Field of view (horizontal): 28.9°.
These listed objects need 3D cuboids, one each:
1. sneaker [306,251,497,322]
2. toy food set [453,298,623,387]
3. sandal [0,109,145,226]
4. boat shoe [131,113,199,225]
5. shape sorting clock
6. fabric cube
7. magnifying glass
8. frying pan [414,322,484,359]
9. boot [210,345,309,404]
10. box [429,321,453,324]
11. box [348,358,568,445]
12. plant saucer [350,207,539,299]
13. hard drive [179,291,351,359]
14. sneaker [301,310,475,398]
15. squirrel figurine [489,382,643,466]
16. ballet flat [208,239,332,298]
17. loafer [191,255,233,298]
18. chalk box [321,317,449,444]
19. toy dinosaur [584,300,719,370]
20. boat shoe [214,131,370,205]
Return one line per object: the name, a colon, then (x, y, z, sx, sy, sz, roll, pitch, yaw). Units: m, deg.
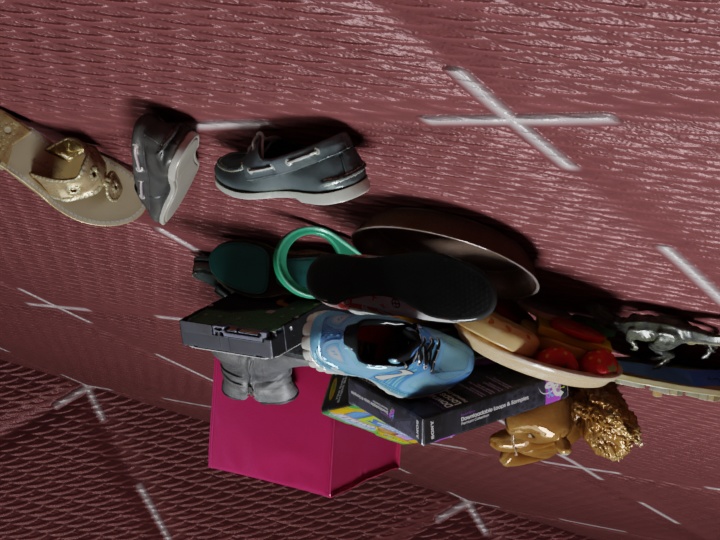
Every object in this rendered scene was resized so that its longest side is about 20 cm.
sneaker: (0.054, 0.019, 1.440, 0.201, 0.067, 0.108, 5, 174, 19)
toy food set: (0.190, 0.070, 1.509, 0.199, 0.049, 0.198, 17, -168, 3)
sandal: (-0.312, -0.107, 1.466, 0.211, 0.078, 0.070, 28, 168, -23)
boat shoe: (-0.199, -0.105, 1.394, 0.057, 0.067, 0.200, 33, 160, 0)
shape sorting clock: (0.344, 0.126, 1.609, 0.199, 0.039, 0.200, 6, 180, 0)
fabric cube: (-0.069, 0.179, 1.921, 0.199, 0.197, 0.200, 7, -172, 29)
magnifying glass: (0.000, 0.000, 1.553, 0.199, 0.080, 0.022, 10, 168, -19)
frying pan: (0.117, 0.086, 1.534, 0.115, 0.031, 0.190, -3, -168, -44)
boot: (-0.095, 0.116, 1.760, 0.199, 0.070, 0.132, 8, 138, 25)
box: (0.126, 0.076, 1.726, 0.200, 0.048, 0.193, 28, 163, -39)
box: (0.106, 0.129, 1.531, 0.200, 0.036, 0.143, -16, -158, -31)
plant saucer: (0.090, -0.020, 1.436, 0.200, 0.035, 0.200, 15, 165, 4)
hard drive: (-0.100, 0.050, 1.669, 0.139, 0.038, 0.200, 6, -160, 34)
sneaker: (0.041, 0.087, 1.413, 0.200, 0.079, 0.090, 11, 170, -35)
squirrel figurine: (0.258, 0.179, 1.782, 0.199, 0.142, 0.187, -2, 173, 1)
ballet flat: (-0.091, 0.002, 1.667, 0.200, 0.071, 0.071, 6, 162, 36)
loafer: (-0.129, 0.036, 1.822, 0.199, 0.063, 0.072, 18, 166, -6)
chalk box: (0.039, 0.134, 1.702, 0.124, 0.125, 0.200, 22, 165, -15)
toy dinosaur: (0.337, 0.070, 1.485, 0.199, 0.048, 0.088, 4, 155, 29)
boat shoe: (-0.070, -0.103, 1.291, 0.200, 0.073, 0.062, 10, 123, 48)
